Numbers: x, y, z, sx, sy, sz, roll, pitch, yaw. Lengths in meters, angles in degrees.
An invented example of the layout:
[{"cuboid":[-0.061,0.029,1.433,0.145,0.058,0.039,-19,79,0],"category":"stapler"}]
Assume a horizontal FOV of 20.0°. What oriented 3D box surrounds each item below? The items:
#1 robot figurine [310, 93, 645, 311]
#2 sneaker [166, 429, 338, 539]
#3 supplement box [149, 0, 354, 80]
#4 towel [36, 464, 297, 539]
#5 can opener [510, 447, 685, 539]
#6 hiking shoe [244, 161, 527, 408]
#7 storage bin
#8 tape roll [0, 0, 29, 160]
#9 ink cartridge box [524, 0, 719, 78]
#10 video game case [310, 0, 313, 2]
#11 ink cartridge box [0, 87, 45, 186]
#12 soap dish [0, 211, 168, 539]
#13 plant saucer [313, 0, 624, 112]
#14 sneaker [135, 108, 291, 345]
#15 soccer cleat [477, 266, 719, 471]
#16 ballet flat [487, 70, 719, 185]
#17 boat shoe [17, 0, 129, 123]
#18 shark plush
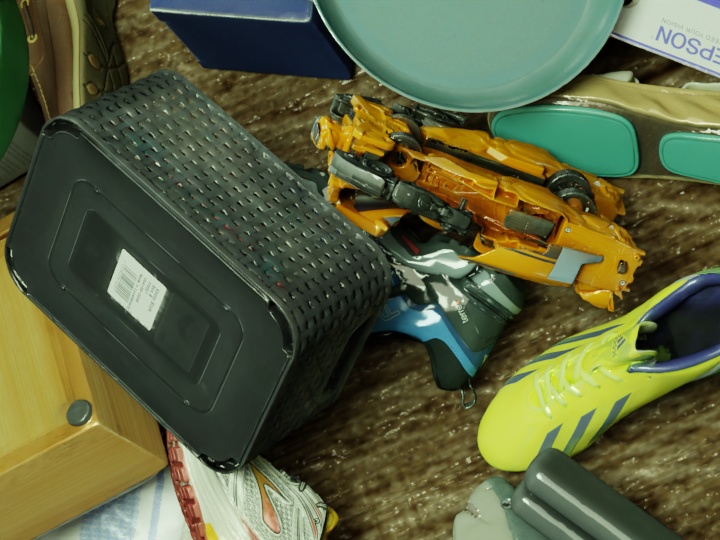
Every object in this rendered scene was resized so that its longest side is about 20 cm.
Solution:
[{"cuboid":[0.063,-0.044,1.189,0.199,0.145,0.059,18,113,-8],"category":"robot figurine"},{"cuboid":[-0.060,0.146,1.213,0.082,0.078,0.201,-21,74,-14],"category":"sneaker"},{"cuboid":[-0.052,-0.237,1.302,0.109,0.109,0.202,6,77,16],"category":"supplement box"},{"cuboid":[-0.139,0.184,1.263,0.198,0.024,0.148,6,79,15],"category":"towel"},{"cuboid":[0.179,0.168,1.168,0.199,0.053,0.067,32,48,9],"category":"can opener"},{"cuboid":[0.000,0.000,1.247,0.199,0.074,0.087,29,90,22],"category":"hiking shoe"},{"cuboid":[-0.096,-0.001,1.171,0.200,0.094,0.136,41,132,16],"category":"storage bin"},{"cuboid":[-0.297,-0.118,1.211,0.199,0.048,0.202,-3,76,13],"category":"tape roll"},{"cuboid":[0.166,-0.236,1.259,0.197,0.043,0.201,22,80,4],"category":"ink cartridge box"},{"cuboid":[0.017,-0.239,1.250,0.023,0.199,0.183,-3,73,48],"category":"video game case"},{"cuboid":[-0.331,-0.106,1.319,0.199,0.147,0.145,-30,71,5],"category":"ink cartridge box"},{"cuboid":[-0.216,0.064,1.261,0.157,0.081,0.201,-27,59,11],"category":"soap dish"},{"cuboid":[0.061,-0.189,1.202,0.198,0.027,0.202,2,81,-10],"category":"plant saucer"},{"cuboid":[-0.104,-0.016,1.270,0.077,0.089,0.201,-29,72,5],"category":"sneaker"},{"cuboid":[0.147,0.054,1.184,0.199,0.084,0.065,-30,73,17],"category":"soccer cleat"},{"cuboid":[0.178,-0.089,1.240,0.198,0.069,0.063,11,51,14],"category":"ballet flat"},{"cuboid":[-0.197,-0.143,1.339,0.067,0.072,0.201,-16,67,15],"category":"boat shoe"},{"cuboid":[0.130,0.200,1.170,0.199,0.091,0.083,31,54,25],"category":"shark plush"}]
